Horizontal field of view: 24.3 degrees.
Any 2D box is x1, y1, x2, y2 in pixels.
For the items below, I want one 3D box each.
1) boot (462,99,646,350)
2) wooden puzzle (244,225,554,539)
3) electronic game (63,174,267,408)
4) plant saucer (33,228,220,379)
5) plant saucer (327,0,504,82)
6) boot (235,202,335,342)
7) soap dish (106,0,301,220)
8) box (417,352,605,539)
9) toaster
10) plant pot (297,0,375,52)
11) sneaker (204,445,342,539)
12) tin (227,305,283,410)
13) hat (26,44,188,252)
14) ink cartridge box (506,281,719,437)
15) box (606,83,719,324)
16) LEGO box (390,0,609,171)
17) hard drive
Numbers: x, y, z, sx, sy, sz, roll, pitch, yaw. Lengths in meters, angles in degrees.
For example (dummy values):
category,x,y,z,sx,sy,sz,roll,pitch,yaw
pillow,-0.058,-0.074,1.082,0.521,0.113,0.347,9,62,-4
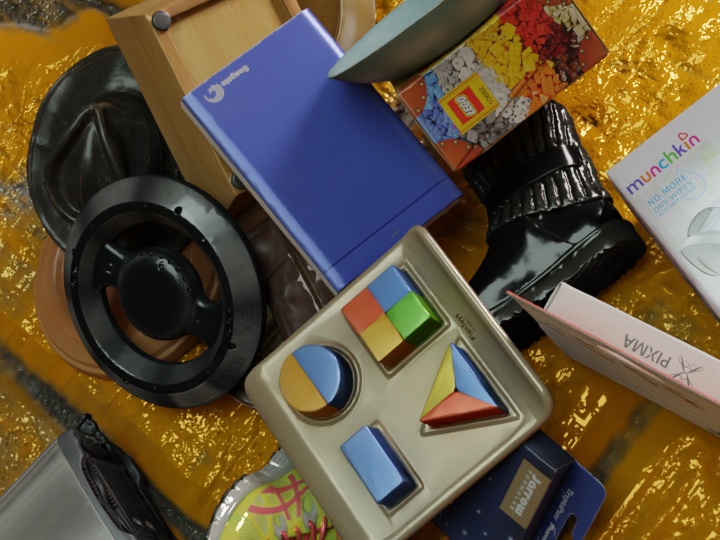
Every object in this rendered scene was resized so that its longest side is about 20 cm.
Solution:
category,x,y,z,sx,sy,sz,roll,pitch,yaw
boot,0.111,-0.024,1.347,0.210,0.079,0.158,-34,62,5
wooden puzzle,0.019,0.093,1.250,0.200,0.046,0.186,-43,65,14
electronic game,-0.165,0.019,1.395,0.199,0.042,0.202,8,107,26
plant saucer,-0.213,-0.002,1.503,0.199,0.037,0.202,-9,67,21
plant saucer,0.063,-0.198,1.284,0.201,0.201,0.039,-38,100,6
boot,0.000,0.000,1.355,0.186,0.064,0.201,-38,60,13
soap dish,-0.099,-0.157,1.408,0.157,0.081,0.201,-28,92,-21
box,0.087,0.150,1.276,0.200,0.032,0.122,40,126,26
toaster,-0.232,0.227,1.381,0.129,0.114,0.200,-42,62,6
plant pot,-0.081,-0.224,1.507,0.199,0.027,0.202,-2,84,25
sneaker,-0.057,0.200,1.288,0.090,0.200,0.079,26,124,15
tin,-0.042,0.032,1.416,0.112,0.042,0.200,37,88,26
hat,-0.225,-0.096,1.443,0.199,0.081,0.202,1,94,21
ink cartridge box,0.218,0.066,1.212,0.199,0.174,0.044,29,83,29
box,0.321,-0.059,1.261,0.200,0.097,0.177,-37,63,7
LEGO box,0.103,-0.166,1.336,0.149,0.200,0.077,-37,101,5
hard drive,-0.031,-0.096,1.336,0.132,0.025,0.200,-37,81,-15
